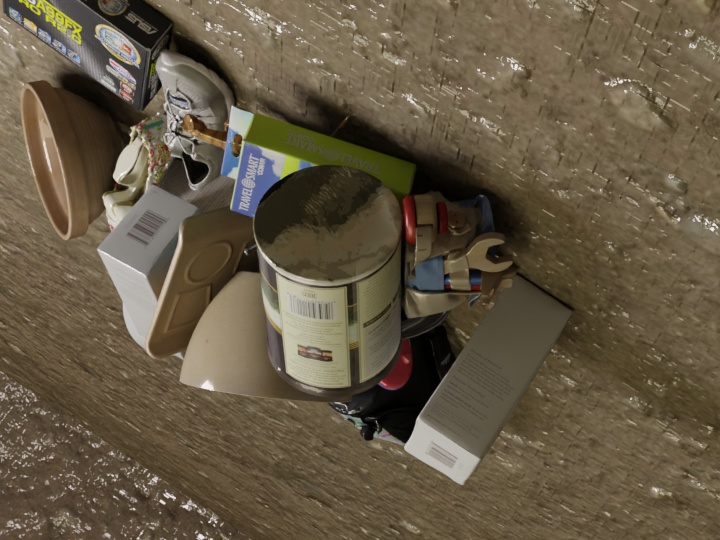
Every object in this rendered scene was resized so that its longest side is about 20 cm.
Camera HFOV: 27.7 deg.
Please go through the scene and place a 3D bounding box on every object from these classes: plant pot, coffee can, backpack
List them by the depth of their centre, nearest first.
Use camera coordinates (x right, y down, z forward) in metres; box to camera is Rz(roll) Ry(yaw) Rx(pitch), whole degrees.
[{"bbox_3d":[-0.029,0.013,1.477,0.146,0.146,0.200,27,147,20],"label":"coffee can"},{"bbox_3d":[-0.101,0.072,1.677,0.199,0.135,0.200,6,179,0],"label":"plant pot"},{"bbox_3d":[0.044,0.138,1.829,0.126,0.167,0.200,31,173,34],"label":"backpack"},{"bbox_3d":[-0.356,-0.147,1.842,0.201,0.092,0.202,51,150,45],"label":"plant pot"}]

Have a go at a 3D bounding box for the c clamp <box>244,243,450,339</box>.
[{"bbox_3d":[0.000,0.003,1.609,0.200,0.171,0.027,51,-166,-14],"label":"c clamp"}]

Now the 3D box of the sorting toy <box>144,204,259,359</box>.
[{"bbox_3d":[-0.162,0.000,1.706,0.036,0.185,0.201,43,132,28],"label":"sorting toy"}]

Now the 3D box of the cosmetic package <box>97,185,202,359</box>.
[{"bbox_3d":[-0.233,0.005,1.776,0.081,0.113,0.200,27,157,24],"label":"cosmetic package"}]

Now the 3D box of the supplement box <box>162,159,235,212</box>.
[{"bbox_3d":[-0.189,-0.064,1.839,0.199,0.074,0.126,20,153,35],"label":"supplement box"}]

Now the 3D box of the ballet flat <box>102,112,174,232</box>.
[{"bbox_3d":[-0.279,-0.105,1.776,0.076,0.064,0.201,41,124,30],"label":"ballet flat"}]

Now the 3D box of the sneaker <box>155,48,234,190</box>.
[{"bbox_3d":[-0.183,-0.162,1.617,0.075,0.082,0.200,23,155,28],"label":"sneaker"}]

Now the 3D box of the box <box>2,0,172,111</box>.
[{"bbox_3d":[-0.305,-0.278,1.611,0.200,0.044,0.160,36,159,0],"label":"box"}]

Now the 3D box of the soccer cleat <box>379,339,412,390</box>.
[{"bbox_3d":[0.002,0.057,1.738,0.201,0.066,0.077,60,159,18],"label":"soccer cleat"}]

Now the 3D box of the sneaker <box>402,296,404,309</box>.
[{"bbox_3d":[0.000,0.000,1.670,0.200,0.088,0.074,43,158,-17],"label":"sneaker"}]

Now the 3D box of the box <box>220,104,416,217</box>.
[{"bbox_3d":[-0.051,-0.090,1.517,0.199,0.048,0.122,18,144,0],"label":"box"}]

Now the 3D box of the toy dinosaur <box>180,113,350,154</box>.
[{"bbox_3d":[-0.094,-0.132,1.555,0.199,0.061,0.106,4,175,16],"label":"toy dinosaur"}]

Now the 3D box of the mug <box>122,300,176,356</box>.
[{"bbox_3d":[-0.201,0.053,2.041,0.175,0.148,0.200,3,172,43],"label":"mug"}]

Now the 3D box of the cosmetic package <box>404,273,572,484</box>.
[{"bbox_3d":[0.137,0.116,1.555,0.081,0.200,0.113,31,156,7],"label":"cosmetic package"}]

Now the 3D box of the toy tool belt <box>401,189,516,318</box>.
[{"bbox_3d":[0.102,-0.026,1.464,0.122,0.125,0.200,-4,158,-1],"label":"toy tool belt"}]
